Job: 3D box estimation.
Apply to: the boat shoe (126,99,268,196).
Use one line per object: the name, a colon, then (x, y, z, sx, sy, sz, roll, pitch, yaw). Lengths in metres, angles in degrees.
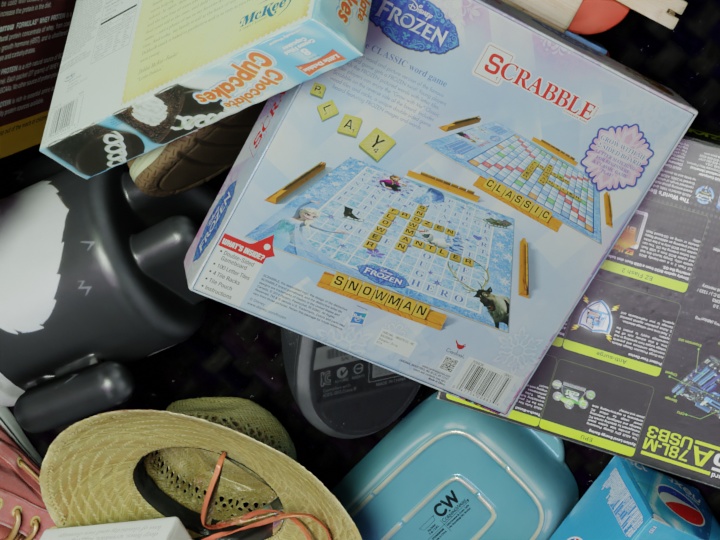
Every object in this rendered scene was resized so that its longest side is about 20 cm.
boat shoe: (-0.055, -0.125, 0.797, 0.200, 0.072, 0.076, -40, 77, 5)

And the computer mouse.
computer mouse: (0.000, 0.000, 0.867, 0.138, 0.053, 0.200, -6, 116, -27)

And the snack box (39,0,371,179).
snack box: (-0.075, -0.128, 0.739, 0.200, 0.116, 0.037, -18, 144, 40)

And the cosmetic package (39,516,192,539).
cosmetic package: (-0.123, 0.246, 0.929, 0.101, 0.074, 0.200, -9, 125, 22)

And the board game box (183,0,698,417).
board game box: (0.040, -0.044, 0.779, 0.200, 0.041, 0.200, 24, 108, -22)

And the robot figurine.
robot figurine: (-0.173, 0.004, 0.893, 0.200, 0.150, 0.125, -22, 111, 18)

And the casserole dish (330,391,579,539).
casserole dish: (0.044, 0.162, 0.926, 0.121, 0.039, 0.200, 44, 109, 0)

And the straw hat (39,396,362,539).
straw hat: (-0.087, 0.124, 0.919, 0.201, 0.085, 0.201, 9, 134, 9)

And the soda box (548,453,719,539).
soda box: (0.131, 0.211, 0.890, 0.068, 0.064, 0.200, 25, 112, -23)

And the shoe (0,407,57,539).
shoe: (-0.226, 0.165, 0.966, 0.071, 0.091, 0.200, -40, 92, 20)

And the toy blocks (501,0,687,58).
toy blocks: (0.125, -0.180, 0.796, 0.137, 0.100, 0.200, 26, 106, -6)

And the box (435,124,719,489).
box: (0.163, 0.012, 0.853, 0.200, 0.048, 0.193, 16, 110, 9)

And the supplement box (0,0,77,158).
supplement box: (-0.216, -0.182, 0.818, 0.133, 0.197, 0.200, 19, 109, 9)
